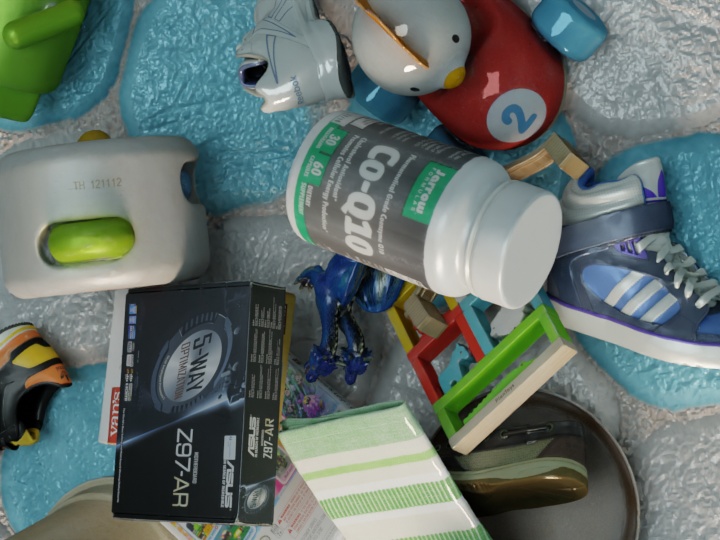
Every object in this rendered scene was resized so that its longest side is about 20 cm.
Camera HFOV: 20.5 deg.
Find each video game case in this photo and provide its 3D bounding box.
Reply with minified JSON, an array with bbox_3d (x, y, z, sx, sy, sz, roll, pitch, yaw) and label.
[{"bbox_3d":[-0.080,0.182,1.746,0.182,0.024,0.201,39,107,24],"label":"video game case"}]

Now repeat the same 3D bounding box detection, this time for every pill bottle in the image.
[{"bbox_3d":[0.050,-0.046,1.563,0.199,0.113,0.114,21,102,29],"label":"pill bottle"}]

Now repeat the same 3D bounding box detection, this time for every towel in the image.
[{"bbox_3d":[0.031,0.195,1.638,0.152,0.023,0.201,-14,116,42],"label":"towel"}]

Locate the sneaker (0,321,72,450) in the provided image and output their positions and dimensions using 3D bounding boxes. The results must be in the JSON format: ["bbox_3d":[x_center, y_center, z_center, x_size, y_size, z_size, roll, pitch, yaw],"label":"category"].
[{"bbox_3d":[-0.349,0.148,1.879,0.090,0.070,0.200,44,108,20],"label":"sneaker"}]

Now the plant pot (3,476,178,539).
[{"bbox_3d":[-0.261,0.298,1.783,0.199,0.183,0.202,2,94,25],"label":"plant pot"}]

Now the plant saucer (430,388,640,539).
[{"bbox_3d":[0.143,0.196,1.665,0.199,0.032,0.202,2,94,27],"label":"plant saucer"}]

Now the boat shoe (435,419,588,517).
[{"bbox_3d":[0.104,0.160,1.633,0.199,0.073,0.065,-7,56,37],"label":"boat shoe"}]

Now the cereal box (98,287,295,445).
[{"bbox_3d":[-0.147,0.088,1.752,0.199,0.039,0.145,-1,79,41],"label":"cereal box"}]

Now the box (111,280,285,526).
[{"bbox_3d":[-0.137,0.113,1.681,0.160,0.043,0.201,-3,81,43],"label":"box"}]

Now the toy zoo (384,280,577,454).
[{"bbox_3d":[0.090,0.036,1.640,0.131,0.020,0.200,-45,45,20],"label":"toy zoo"}]

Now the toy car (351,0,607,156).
[{"bbox_3d":[0.064,-0.173,1.588,0.177,0.200,0.185,47,111,16],"label":"toy car"}]

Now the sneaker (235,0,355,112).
[{"bbox_3d":[-0.068,-0.189,1.666,0.087,0.200,0.075,-19,116,-6],"label":"sneaker"}]

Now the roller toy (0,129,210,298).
[{"bbox_3d":[-0.229,-0.053,1.748,0.199,0.182,0.141,-6,90,48],"label":"roller toy"}]

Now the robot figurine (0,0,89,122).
[{"bbox_3d":[-0.309,-0.240,1.811,0.175,0.115,0.201,41,113,50],"label":"robot figurine"}]

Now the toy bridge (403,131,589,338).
[{"bbox_3d":[0.100,-0.035,1.628,0.200,0.027,0.067,-49,41,16],"label":"toy bridge"}]

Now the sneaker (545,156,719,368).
[{"bbox_3d":[0.240,-0.012,1.577,0.199,0.080,0.147,16,104,30],"label":"sneaker"}]

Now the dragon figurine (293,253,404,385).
[{"bbox_3d":[0.000,0.000,1.684,0.099,0.059,0.201,45,114,49],"label":"dragon figurine"}]
